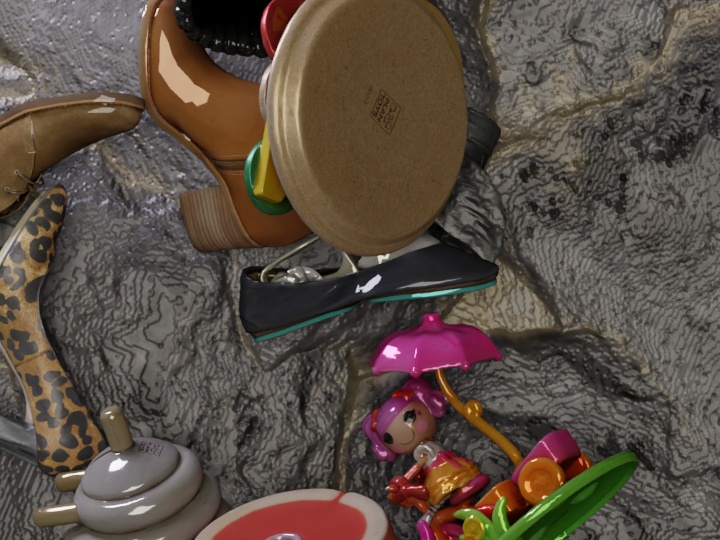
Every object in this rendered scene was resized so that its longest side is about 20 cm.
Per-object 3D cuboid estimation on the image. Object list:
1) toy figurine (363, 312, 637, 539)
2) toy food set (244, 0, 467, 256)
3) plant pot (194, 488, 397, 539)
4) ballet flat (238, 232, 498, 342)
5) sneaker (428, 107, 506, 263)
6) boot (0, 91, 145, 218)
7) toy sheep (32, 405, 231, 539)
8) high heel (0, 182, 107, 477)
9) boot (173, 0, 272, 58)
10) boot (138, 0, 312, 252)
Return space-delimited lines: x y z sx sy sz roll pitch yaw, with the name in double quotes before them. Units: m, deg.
"toy figurine" 0.069 0.128 1.502 0.200 0.150 0.184 -46 71 23
"toy food set" 0.001 -0.111 1.437 0.048 0.197 0.201 2 77 45
"plant pot" -0.034 0.260 1.421 0.199 0.201 0.178 -12 111 1
"ballet flat" 0.000 0.000 1.512 0.199 0.073 0.074 -13 86 17
"sneaker" 0.027 -0.085 1.538 0.199 0.060 0.105 23 83 0
"boot" -0.242 -0.081 1.521 0.199 0.074 0.076 -15 75 22
"toy sheep" -0.155 0.190 1.490 0.137 0.138 0.201 -17 116 0
"high heel" -0.217 0.048 1.537 0.142 0.071 0.201 24 89 -4
"boot" -0.034 -0.222 1.493 0.210 0.158 0.080 -15 116 -1
"boot" -0.073 -0.117 1.509 0.154 0.077 0.201 -13 90 25
